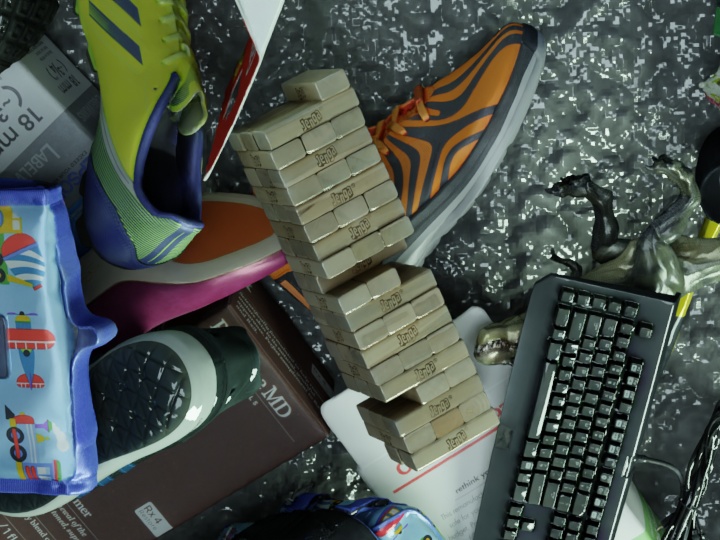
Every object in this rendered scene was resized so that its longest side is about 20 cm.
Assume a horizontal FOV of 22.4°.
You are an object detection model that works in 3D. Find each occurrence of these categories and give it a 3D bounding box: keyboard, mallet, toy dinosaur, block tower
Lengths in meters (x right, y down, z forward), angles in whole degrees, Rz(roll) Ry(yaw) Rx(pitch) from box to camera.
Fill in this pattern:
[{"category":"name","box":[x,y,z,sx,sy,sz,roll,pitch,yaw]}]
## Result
[{"category":"keyboard","box":[0.133,0.099,0.958,0.126,0.021,0.201,9,119,-1]},{"category":"mallet","box":[0.178,0.011,1.006,0.041,0.066,0.201,20,124,3]},{"category":"toy dinosaur","box":[0.146,-0.012,0.937,0.199,0.047,0.089,-18,102,16]},{"category":"block tower","box":[0.000,0.000,0.922,0.058,0.054,0.201,-28,105,-19]}]

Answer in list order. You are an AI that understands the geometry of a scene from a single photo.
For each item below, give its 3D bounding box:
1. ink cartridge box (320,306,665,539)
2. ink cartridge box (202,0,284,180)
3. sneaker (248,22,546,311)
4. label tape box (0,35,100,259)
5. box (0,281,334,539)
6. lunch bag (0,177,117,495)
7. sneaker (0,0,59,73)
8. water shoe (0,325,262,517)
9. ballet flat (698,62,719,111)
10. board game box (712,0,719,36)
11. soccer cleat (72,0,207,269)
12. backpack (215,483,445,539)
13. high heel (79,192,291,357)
[{"category":"ink cartridge box","box":[0.077,0.115,1.028,0.117,0.067,0.200,-32,104,13]},{"category":"ink cartridge box","box":[-0.055,-0.164,0.896,0.050,0.162,0.201,22,110,-9]},{"category":"sneaker","box":[0.008,-0.066,0.968,0.112,0.078,0.200,33,108,-8]},{"category":"label tape box","box":[-0.197,-0.045,0.999,0.144,0.063,0.200,-41,101,17]},{"category":"box","box":[-0.122,0.091,1.031,0.199,0.075,0.100,-33,109,13]},{"category":"lunch bag","box":[-0.206,0.030,0.904,0.199,0.094,0.152,1,102,25]},{"category":"sneaker","box":[-0.198,-0.196,0.930,0.090,0.076,0.201,1,80,16]},{"category":"water shoe","box":[-0.132,0.079,0.947,0.199,0.079,0.072,-19,85,39]},{"category":"ballet flat","box":[0.222,-0.163,0.926,0.064,0.075,0.201,26,107,31]},{"category":"board game box","box":[0.248,-0.184,0.864,0.029,0.199,0.135,22,116,44]},{"category":"soccer cleat","box":[-0.103,-0.099,0.929,0.083,0.064,0.201,-19,66,43]},{"category":"backpack","box":[-0.032,0.216,1.028,0.200,0.135,0.183,-10,119,55]},{"category":"high heel","box":[-0.116,0.018,0.984,0.199,0.068,0.096,-11,138,9]}]
